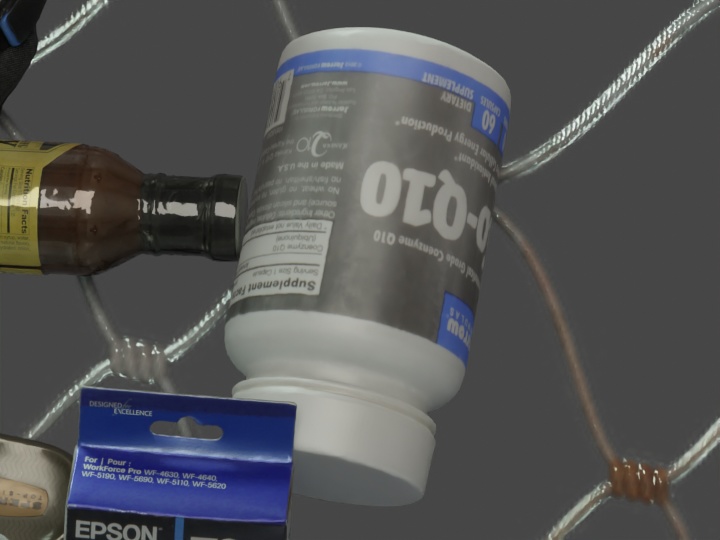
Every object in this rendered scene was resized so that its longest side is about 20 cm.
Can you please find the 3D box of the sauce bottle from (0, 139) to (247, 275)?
[{"bbox_3d":[-0.153,-0.029,1.369,0.199,0.065,0.065,4,73,3],"label":"sauce bottle"}]

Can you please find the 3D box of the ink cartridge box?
[{"bbox_3d":[-0.082,0.152,1.280,0.099,0.039,0.201,3,108,1],"label":"ink cartridge box"}]

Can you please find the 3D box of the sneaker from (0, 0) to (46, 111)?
[{"bbox_3d":[-0.237,-0.090,1.389,0.200,0.112,0.073,-28,42,22],"label":"sneaker"}]

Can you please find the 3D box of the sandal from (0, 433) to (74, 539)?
[{"bbox_3d":[-0.219,0.100,1.338,0.199,0.055,0.082,8,73,1],"label":"sandal"}]

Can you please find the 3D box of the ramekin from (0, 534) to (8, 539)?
[{"bbox_3d":[-0.225,0.178,1.244,0.200,0.201,0.098,-11,65,-5],"label":"ramekin"}]

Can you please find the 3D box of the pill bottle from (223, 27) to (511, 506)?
[{"bbox_3d":[0.000,0.000,1.344,0.113,0.114,0.201,10,73,1],"label":"pill bottle"}]
